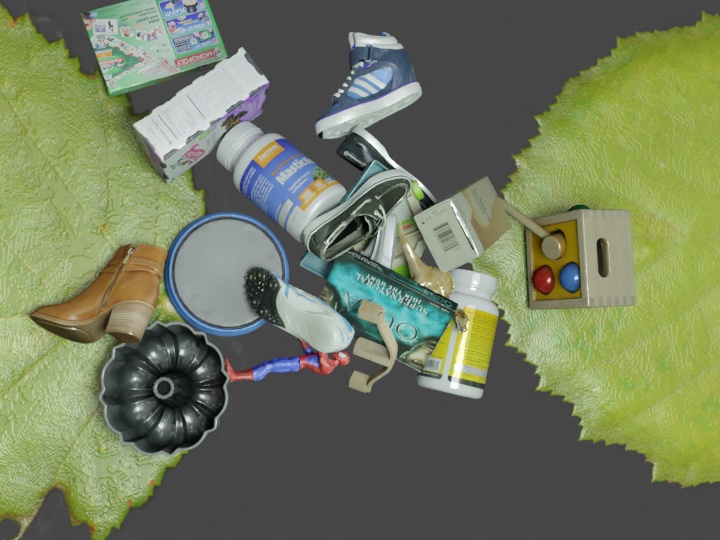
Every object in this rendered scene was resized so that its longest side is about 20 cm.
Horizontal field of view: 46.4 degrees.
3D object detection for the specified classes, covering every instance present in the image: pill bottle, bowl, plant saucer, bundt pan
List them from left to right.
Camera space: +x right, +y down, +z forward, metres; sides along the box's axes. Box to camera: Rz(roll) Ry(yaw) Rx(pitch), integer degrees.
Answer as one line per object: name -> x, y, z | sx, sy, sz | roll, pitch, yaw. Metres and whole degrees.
bundt pan -> -0.288, 0.179, 1.279 | 0.201, 0.076, 0.203 | -1, 81, 6
bowl -> -0.212, 0.004, 1.346 | 0.200, 0.039, 0.201 | 1, 85, -13
pill bottle -> -0.128, -0.144, 1.319 | 0.200, 0.112, 0.112 | 40, 78, 13
plant saucer -> -0.019, -0.080, 1.315 | 0.070, 0.019, 0.200 | 29, 100, -44
pill bottle -> 0.165, 0.104, 1.386 | 0.112, 0.112, 0.201 | 14, 83, -11

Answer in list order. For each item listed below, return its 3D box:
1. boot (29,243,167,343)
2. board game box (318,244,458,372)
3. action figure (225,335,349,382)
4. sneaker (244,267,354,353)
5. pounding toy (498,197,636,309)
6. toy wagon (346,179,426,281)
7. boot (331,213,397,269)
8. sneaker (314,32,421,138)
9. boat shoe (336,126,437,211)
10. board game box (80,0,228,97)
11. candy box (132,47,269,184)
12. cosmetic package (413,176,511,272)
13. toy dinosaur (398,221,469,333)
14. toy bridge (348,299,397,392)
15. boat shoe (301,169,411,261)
boot -> -0.396, 0.028, 1.282 | 0.199, 0.077, 0.156 | -1, 60, 22
board game box -> 0.035, 0.062, 1.311 | 0.200, 0.028, 0.136 | 27, 123, 3
action figure -> -0.116, 0.125, 1.345 | 0.199, 0.065, 0.099 | -1, 93, -12
sneaker -> -0.097, 0.062, 1.299 | 0.200, 0.072, 0.072 | 34, 105, 20
pounding toy -> 0.340, -0.035, 1.414 | 0.142, 0.184, 0.201 | -1, 86, -25
toy wagon -> 0.048, -0.057, 1.385 | 0.155, 0.040, 0.200 | -22, 116, 8
boot -> 0.000, 0.000, 1.350 | 0.095, 0.074, 0.201 | 12, 105, 4
sneaker -> -0.010, -0.319, 1.401 | 0.200, 0.081, 0.147 | -25, 82, -8
boat shoe -> 0.047, -0.153, 1.401 | 0.200, 0.076, 0.060 | 41, 87, -4
board game box -> -0.330, -0.373, 1.351 | 0.199, 0.029, 0.135 | -20, 91, -13
candy box -> -0.243, -0.232, 1.289 | 0.200, 0.168, 0.072 | -40, 92, -12
cosmetic package -> 0.170, -0.078, 1.359 | 0.071, 0.200, 0.105 | -26, 95, 30
toy dinosaur -> 0.098, 0.025, 1.343 | 0.101, 0.058, 0.200 | -37, 82, 21
toy bridge -> 0.023, 0.129, 1.319 | 0.067, 0.200, 0.027 | 18, 47, 12
boat shoe -> 0.008, -0.079, 1.275 | 0.200, 0.064, 0.071 | -37, 135, -15
